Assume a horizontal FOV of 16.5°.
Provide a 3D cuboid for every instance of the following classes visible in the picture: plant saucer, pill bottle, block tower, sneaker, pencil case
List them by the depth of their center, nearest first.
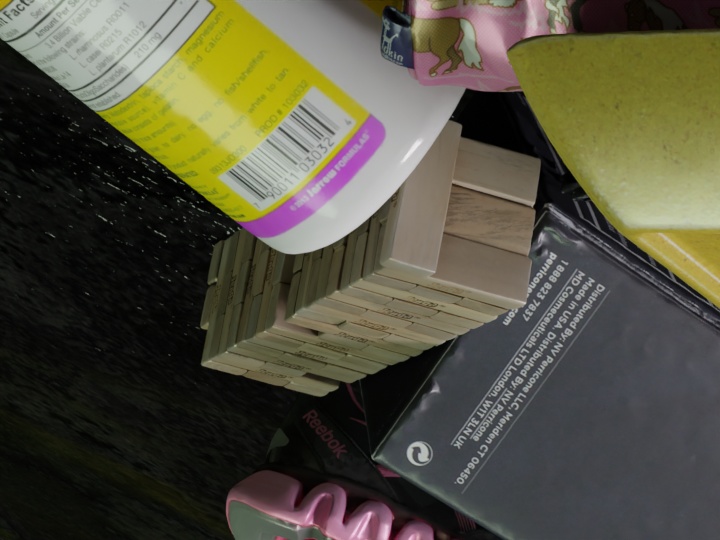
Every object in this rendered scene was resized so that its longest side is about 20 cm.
[{"bbox_3d":[0.165,-0.012,0.705,0.199,0.049,0.200,1,164,31],"label":"plant saucer"},{"bbox_3d":[0.108,-0.086,0.718,0.198,0.087,0.083,7,119,13],"label":"pencil case"},{"bbox_3d":[-0.065,-0.101,0.783,0.200,0.105,0.104,39,160,-19],"label":"pill bottle"},{"bbox_3d":[0.000,0.000,0.902,0.057,0.054,0.200,15,163,-18],"label":"block tower"},{"bbox_3d":[0.049,0.102,1.033,0.199,0.096,0.079,22,147,1],"label":"sneaker"}]

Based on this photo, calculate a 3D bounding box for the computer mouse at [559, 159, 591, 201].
[{"bbox_3d":[0.180,-0.035,0.869,0.199,0.053,0.138,12,-173,30],"label":"computer mouse"}]

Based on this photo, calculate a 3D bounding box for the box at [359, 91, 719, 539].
[{"bbox_3d":[0.108,0.044,0.989,0.198,0.124,0.200,32,-166,-12],"label":"box"}]
